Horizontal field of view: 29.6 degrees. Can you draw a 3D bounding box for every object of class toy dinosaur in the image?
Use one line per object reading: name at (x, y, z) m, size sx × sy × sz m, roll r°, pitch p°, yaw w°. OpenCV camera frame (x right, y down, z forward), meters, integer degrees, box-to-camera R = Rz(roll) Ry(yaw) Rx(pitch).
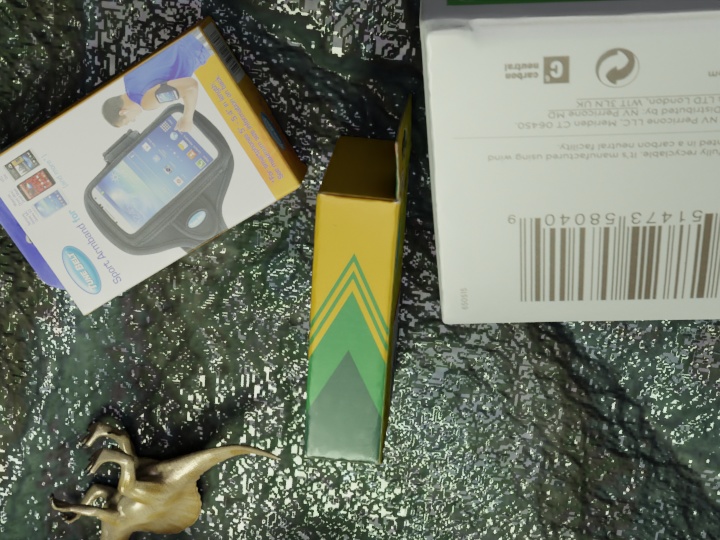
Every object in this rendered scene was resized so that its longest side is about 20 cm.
toy dinosaur at (-0.149, 0.149, 0.959) m, size 0.101 × 0.058 × 0.200 m, roll 36°, pitch 118°, yaw -24°

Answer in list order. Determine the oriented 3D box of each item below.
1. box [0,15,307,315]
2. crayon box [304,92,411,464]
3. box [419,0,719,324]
box at (-0.148, -0.059, 0.880) m, size 0.199 × 0.042 × 0.120 m, roll -30°, pitch 105°, yaw 13°
crayon box at (0.000, 0.000, 0.842) m, size 0.050 × 0.127 × 0.202 m, roll 5°, pitch 110°, yaw 4°
box at (0.136, -0.099, 0.741) m, size 0.197 × 0.172 × 0.201 m, roll -1°, pitch 131°, yaw 6°
